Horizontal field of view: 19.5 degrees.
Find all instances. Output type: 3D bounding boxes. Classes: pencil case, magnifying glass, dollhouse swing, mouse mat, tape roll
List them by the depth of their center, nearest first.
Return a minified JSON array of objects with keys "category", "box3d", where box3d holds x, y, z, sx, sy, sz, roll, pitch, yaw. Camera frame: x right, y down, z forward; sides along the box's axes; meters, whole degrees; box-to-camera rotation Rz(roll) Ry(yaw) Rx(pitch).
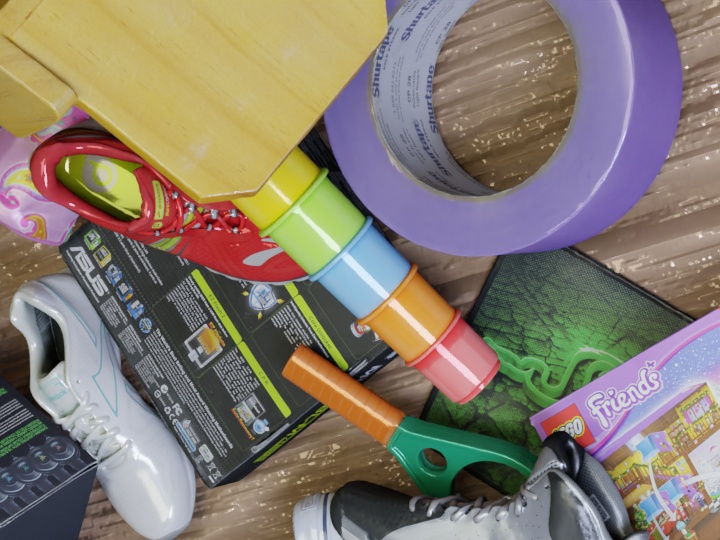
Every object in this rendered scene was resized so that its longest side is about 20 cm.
[{"category":"tape roll","box3d":[0.083,-0.109,1.242,0.200,0.085,0.200,1,92,27]},{"category":"dollhouse swing","box3d":[-0.112,-0.142,1.253,0.176,0.182,0.200,42,75,-14]},{"category":"mouse mat","box3d":[0.142,0.084,1.274,0.200,0.008,0.161,31,107,21]},{"category":"magnifying glass","box3d":[0.040,0.110,1.289,0.200,0.022,0.080,33,127,5]},{"category":"pencil case","box3d":[-0.180,-0.116,1.369,0.087,0.087,0.200,36,101,20]}]

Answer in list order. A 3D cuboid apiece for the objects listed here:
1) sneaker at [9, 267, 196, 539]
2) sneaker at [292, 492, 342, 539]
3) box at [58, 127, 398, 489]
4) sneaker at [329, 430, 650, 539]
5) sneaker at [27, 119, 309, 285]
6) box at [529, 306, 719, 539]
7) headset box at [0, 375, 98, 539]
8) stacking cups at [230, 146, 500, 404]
[{"category":"sneaker","box3d":[-0.179,0.094,1.399,0.070,0.080,0.200,-31,81,24]},{"category":"sneaker","box3d":[0.010,0.235,1.318,0.071,0.073,0.200,-11,96,12]},{"category":"box","box3d":[-0.076,0.008,1.358,0.193,0.048,0.200,-40,75,21]},{"category":"sneaker","box3d":[0.082,0.137,1.235,0.200,0.075,0.116,22,110,21]},{"category":"sneaker","box3d":[-0.112,-0.035,1.288,0.200,0.085,0.077,15,101,6]},{"category":"box","box3d":[0.215,0.096,1.212,0.200,0.039,0.137,-32,80,25]},{"category":"headset box","box3d":[-0.280,0.150,1.412,0.200,0.093,0.174,38,135,20]},{"category":"stacking cups","box3d":[0.000,0.000,1.254,0.061,0.061,0.200,-40,102,24]}]
